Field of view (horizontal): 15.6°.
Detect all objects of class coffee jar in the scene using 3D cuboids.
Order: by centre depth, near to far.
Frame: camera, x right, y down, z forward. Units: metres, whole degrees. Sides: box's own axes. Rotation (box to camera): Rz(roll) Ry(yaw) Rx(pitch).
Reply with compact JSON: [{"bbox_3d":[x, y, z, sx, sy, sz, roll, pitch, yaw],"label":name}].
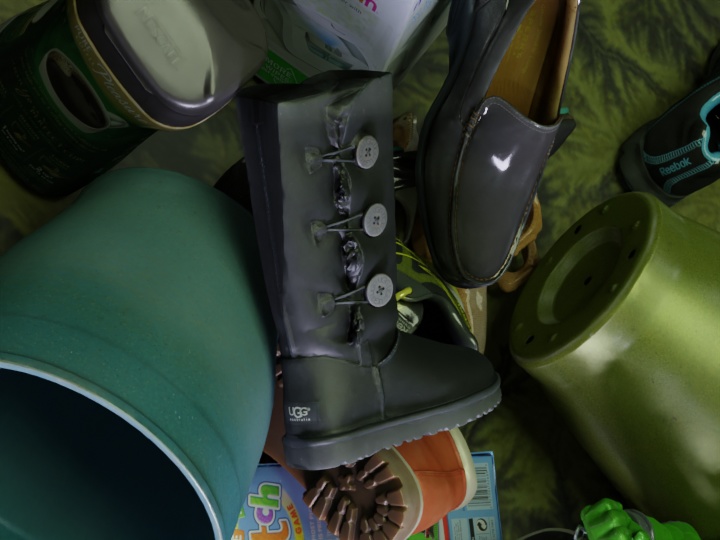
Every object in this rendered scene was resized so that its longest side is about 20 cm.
[{"bbox_3d":[-0.134,-0.113,1.425,0.085,0.200,0.105,-42,102,-32],"label":"coffee jar"}]

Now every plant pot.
[{"bbox_3d":[-0.131,0.052,1.404,0.200,0.200,0.188,42,48,-18],"label":"plant pot"},{"bbox_3d":[0.199,0.058,1.601,0.193,0.200,0.201,38,61,-20],"label":"plant pot"}]

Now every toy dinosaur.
[{"bbox_3d":[0.063,0.000,1.625,0.106,0.060,0.201,-15,80,-13],"label":"toy dinosaur"}]

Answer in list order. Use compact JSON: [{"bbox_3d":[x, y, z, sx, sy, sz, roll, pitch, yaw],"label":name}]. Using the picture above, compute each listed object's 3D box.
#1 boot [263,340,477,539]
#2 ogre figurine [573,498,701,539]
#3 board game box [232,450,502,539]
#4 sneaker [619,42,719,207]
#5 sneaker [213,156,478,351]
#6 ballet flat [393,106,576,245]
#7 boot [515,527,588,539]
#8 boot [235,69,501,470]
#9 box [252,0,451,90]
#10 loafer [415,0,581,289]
[{"bbox_3d":[-0.016,0.074,1.522,0.200,0.075,0.107,50,32,19],"label":"boot"},{"bbox_3d":[0.198,0.219,1.509,0.200,0.098,0.120,43,20,14],"label":"ogre figurine"},{"bbox_3d":[-0.002,0.187,1.540,0.199,0.037,0.152,0,79,-34],"label":"board game box"},{"bbox_3d":[0.260,-0.111,1.752,0.073,0.082,0.200,52,56,-10],"label":"sneaker"},{"bbox_3d":[0.000,0.000,1.498,0.200,0.085,0.075,32,99,-33],"label":"sneaker"},{"bbox_3d":[0.035,-0.050,1.571,0.199,0.068,0.069,-9,90,-7],"label":"ballet flat"},{"bbox_3d":[0.090,0.259,1.529,0.200,0.072,0.145,-46,119,-19],"label":"boot"},{"bbox_3d":[0.008,-0.010,1.413,0.164,0.065,0.201,-19,102,-52],"label":"boot"},{"bbox_3d":[0.028,-0.210,1.558,0.096,0.177,0.200,36,59,4],"label":"box"},{"bbox_3d":[0.081,-0.086,1.497,0.072,0.072,0.201,2,98,-32],"label":"loafer"}]
